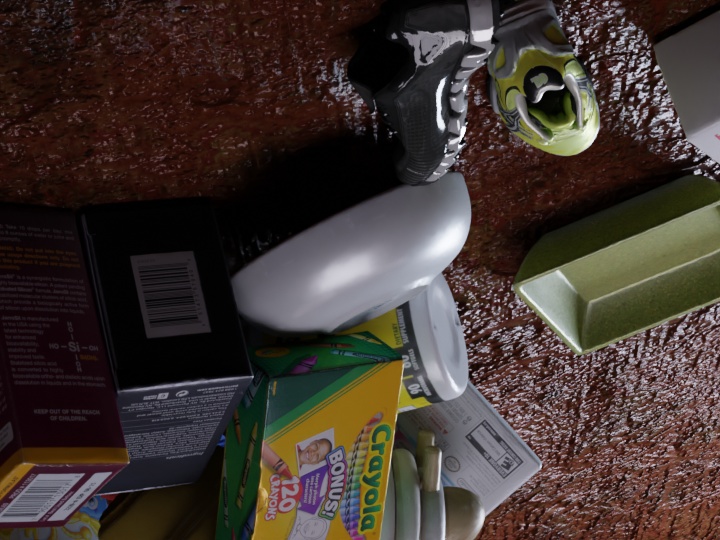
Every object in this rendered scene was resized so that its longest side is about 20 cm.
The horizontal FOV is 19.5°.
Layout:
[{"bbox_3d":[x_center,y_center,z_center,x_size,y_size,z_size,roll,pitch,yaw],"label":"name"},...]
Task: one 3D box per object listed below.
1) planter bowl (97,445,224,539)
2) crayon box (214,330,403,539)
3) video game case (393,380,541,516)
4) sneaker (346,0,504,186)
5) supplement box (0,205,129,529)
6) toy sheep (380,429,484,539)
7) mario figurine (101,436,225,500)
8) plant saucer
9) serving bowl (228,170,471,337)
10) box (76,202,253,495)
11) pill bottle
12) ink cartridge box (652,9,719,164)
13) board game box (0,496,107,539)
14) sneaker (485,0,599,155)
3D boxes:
[{"bbox_3d":[-0.153,0.198,1.699,0.201,0.083,0.200,-47,-175,6],"label":"planter bowl"},{"bbox_3d":[-0.041,0.152,1.581,0.118,0.058,0.202,-7,114,-32],"label":"crayon box"},{"bbox_3d":[0.023,0.152,1.786,0.182,0.200,0.024,-41,-170,9],"label":"video game case"},{"bbox_3d":[0.030,-0.125,1.403,0.090,0.067,0.201,-5,149,-15],"label":"sneaker"},{"bbox_3d":[-0.241,0.068,1.473,0.085,0.201,0.110,4,149,-36],"label":"supplement box"},{"bbox_3d":[0.004,0.201,1.720,0.198,0.139,0.138,2,153,-4],"label":"toy sheep"},{"bbox_3d":[-0.175,0.126,1.809,0.199,0.106,0.124,-5,121,-44],"label":"mario figurine"},{"bbox_3d":[0.240,-0.012,1.770,0.198,0.048,0.200,-23,154,14],"label":"plant saucer"},{"bbox_3d":[0.000,0.000,1.560,0.199,0.066,0.200,-26,174,-3],"label":"serving bowl"},{"bbox_3d":[-0.164,0.063,1.570,0.103,0.149,0.200,-5,152,-21],"label":"box"},{"bbox_3d":[-0.022,0.070,1.697,0.198,0.115,0.114,-16,156,15],"label":"pill bottle"},{"bbox_3d":[0.333,-0.150,1.498,0.199,0.086,0.147,-29,152,23],"label":"ink cartridge box"},{"bbox_3d":[-0.281,0.233,1.788,0.102,0.201,0.105,10,144,-43],"label":"board game box"},{"bbox_3d":[0.126,-0.117,1.456,0.075,0.077,0.200,-23,155,11],"label":"sneaker"}]
